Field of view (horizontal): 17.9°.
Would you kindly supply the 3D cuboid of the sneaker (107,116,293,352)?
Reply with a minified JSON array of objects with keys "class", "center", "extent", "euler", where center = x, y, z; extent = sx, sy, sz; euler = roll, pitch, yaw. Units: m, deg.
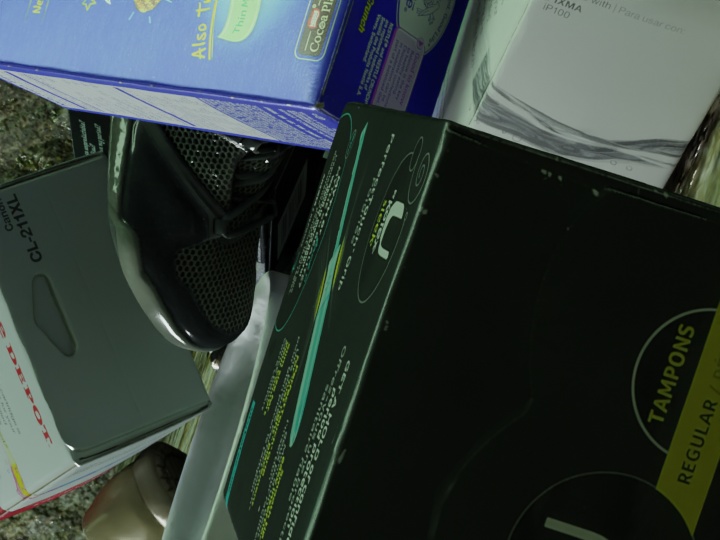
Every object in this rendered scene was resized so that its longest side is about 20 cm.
[{"class":"sneaker","center":[-0.052,-0.053,1.026],"extent":[0.076,0.114,0.200],"euler":[-21,-64,-53]}]

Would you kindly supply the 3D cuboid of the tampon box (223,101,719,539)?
[{"class":"tampon box","center":[0.044,0.039,0.702],"extent":[0.200,0.126,0.150],"euler":[-142,70,-81]}]

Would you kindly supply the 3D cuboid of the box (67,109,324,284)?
[{"class":"box","center":[-0.069,-0.116,1.230],"extent":[0.132,0.115,0.200],"euler":[95,-165,-59]}]

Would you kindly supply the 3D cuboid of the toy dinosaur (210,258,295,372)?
[{"class":"toy dinosaur","center":[0.000,0.000,1.233],"extent":[0.047,0.088,0.200],"euler":[1,43,44]}]

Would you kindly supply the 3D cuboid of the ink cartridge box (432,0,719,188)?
[{"class":"ink cartridge box","center":[0.083,-0.089,0.878],"extent":[0.147,0.083,0.200],"euler":[-79,11,-46]}]

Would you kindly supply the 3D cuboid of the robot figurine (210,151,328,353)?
[{"class":"robot figurine","center":[-0.048,-0.016,1.484],"extent":[0.169,0.113,0.200],"euler":[-6,-60,-53]}]

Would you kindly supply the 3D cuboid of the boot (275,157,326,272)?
[{"class":"boot","center":[-0.052,-0.011,1.331],"extent":[0.073,0.162,0.198],"euler":[115,170,-46]}]

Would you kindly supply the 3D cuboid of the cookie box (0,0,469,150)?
[{"class":"cookie box","center":[-0.049,-0.143,0.921],"extent":[0.200,0.075,0.171],"euler":[12,80,38]}]

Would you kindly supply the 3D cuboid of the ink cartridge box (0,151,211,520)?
[{"class":"ink cartridge box","center":[-0.168,0.040,1.210],"extent":[0.146,0.083,0.200],"euler":[67,154,4]}]

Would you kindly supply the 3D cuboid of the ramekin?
[{"class":"ramekin","center":[-0.027,0.111,1.097],"extent":[0.200,0.105,0.200],"euler":[-161,90,-82]}]

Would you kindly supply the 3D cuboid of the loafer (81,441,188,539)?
[{"class":"loafer","center":[-0.101,0.154,1.330],"extent":[0.200,0.067,0.076],"euler":[50,-162,-57]}]
